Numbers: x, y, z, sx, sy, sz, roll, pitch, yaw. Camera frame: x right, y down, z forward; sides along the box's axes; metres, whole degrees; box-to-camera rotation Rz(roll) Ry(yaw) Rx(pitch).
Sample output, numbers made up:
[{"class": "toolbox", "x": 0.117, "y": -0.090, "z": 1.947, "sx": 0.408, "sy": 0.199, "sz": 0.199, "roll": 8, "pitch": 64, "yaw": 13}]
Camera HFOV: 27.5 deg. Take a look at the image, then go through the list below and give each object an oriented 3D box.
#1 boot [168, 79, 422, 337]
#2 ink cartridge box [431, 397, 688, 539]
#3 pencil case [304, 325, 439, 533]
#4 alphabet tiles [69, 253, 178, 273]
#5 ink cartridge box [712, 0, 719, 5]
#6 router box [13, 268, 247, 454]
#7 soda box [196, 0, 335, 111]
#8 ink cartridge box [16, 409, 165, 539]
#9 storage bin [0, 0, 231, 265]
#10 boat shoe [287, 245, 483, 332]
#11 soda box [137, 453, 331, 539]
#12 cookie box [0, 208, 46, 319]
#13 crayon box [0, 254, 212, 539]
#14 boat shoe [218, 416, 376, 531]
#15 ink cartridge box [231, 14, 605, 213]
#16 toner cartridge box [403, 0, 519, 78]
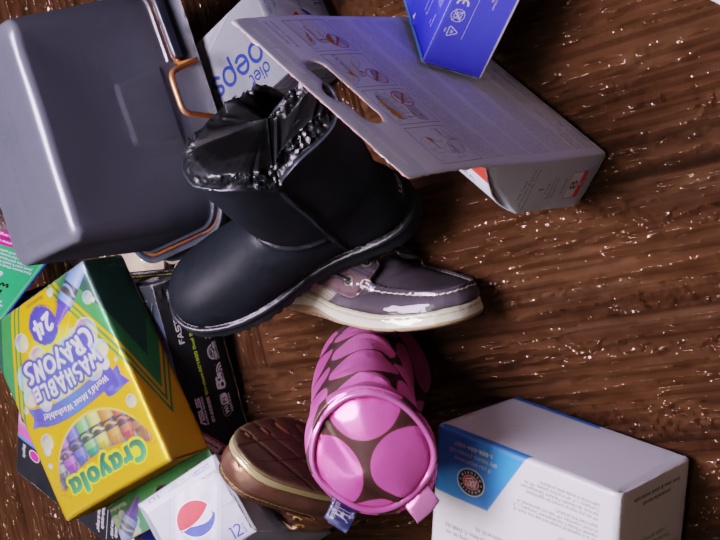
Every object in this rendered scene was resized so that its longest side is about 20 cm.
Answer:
[{"class": "boot", "x": -0.074, "y": -0.040, "z": 0.955, "sx": 0.200, "sy": 0.168, "sz": 0.077, "roll": -24, "pitch": 60, "yaw": 16}, {"class": "ink cartridge box", "x": 0.124, "y": 0.203, "z": 0.960, "sx": 0.146, "sy": 0.084, "sz": 0.201, "roll": 17, "pitch": 112, "yaw": 41}, {"class": "pencil case", "x": 0.011, "y": 0.096, "z": 0.978, "sx": 0.094, "sy": 0.200, "sz": 0.091, "roll": 37, "pitch": 102, "yaw": -7}, {"class": "alphabet tiles", "x": -0.192, "y": 0.020, "z": 1.262, "sx": 0.200, "sy": 0.015, "sz": 0.196, "roll": -31, "pitch": 85, "yaw": 44}, {"class": "ink cartridge box", "x": 0.219, "y": -0.178, "z": 0.726, "sx": 0.200, "sy": 0.145, "sz": 0.084, "roll": 38, "pitch": 126, "yaw": 31}, {"class": "router box", "x": -0.195, "y": 0.079, "z": 1.235, "sx": 0.200, "sy": 0.062, "sz": 0.150, "roll": -5, "pitch": 102, "yaw": 43}, {"class": "soda box", "x": -0.099, "y": -0.130, "z": 1.093, "sx": 0.200, "sy": 0.063, "sz": 0.068, "roll": -34, "pitch": 76, "yaw": 44}, {"class": "ink cartridge box", "x": -0.208, "y": 0.180, "z": 1.226, "sx": 0.200, "sy": 0.037, "sz": 0.095, "roll": 30, "pitch": 129, "yaw": 23}, {"class": "storage bin", "x": -0.184, "y": -0.098, "z": 1.034, "sx": 0.145, "sy": 0.134, "sz": 0.200, "roll": -19, "pitch": 89, "yaw": 45}, {"class": "boat shoe", "x": 0.000, "y": 0.000, "z": 1.038, "sx": 0.200, "sy": 0.072, "sz": 0.065, "roll": 10, "pitch": 108, "yaw": 46}, {"class": "soda box", "x": -0.087, "y": 0.182, "z": 1.081, "sx": 0.068, "sy": 0.200, "sz": 0.064, "roll": -34, "pitch": 74, "yaw": 6}, {"class": "cookie box", "x": -0.286, "y": -0.076, "z": 1.235, "sx": 0.200, "sy": 0.075, "sz": 0.171, "roll": -45, "pitch": 33, "yaw": 41}, {"class": "crayon box", "x": -0.201, "y": 0.106, "z": 1.147, "sx": 0.126, "sy": 0.052, "sz": 0.200, "roll": -32, "pitch": 80, "yaw": 31}, {"class": "boat shoe", "x": -0.033, "y": 0.150, "z": 1.013, "sx": 0.068, "sy": 0.200, "sz": 0.072, "roll": -48, "pitch": 61, "yaw": 14}, {"class": "ink cartridge box", "x": 0.033, "y": -0.092, "z": 0.889, "sx": 0.162, "sy": 0.200, "sz": 0.050, "roll": 44, "pitch": 125, "yaw": 27}, {"class": "toner cartridge box", "x": 0.086, "y": -0.226, "z": 0.884, "sx": 0.095, "sy": 0.043, "sz": 0.200, "roll": -99, "pitch": 29, "yaw": -51}]
